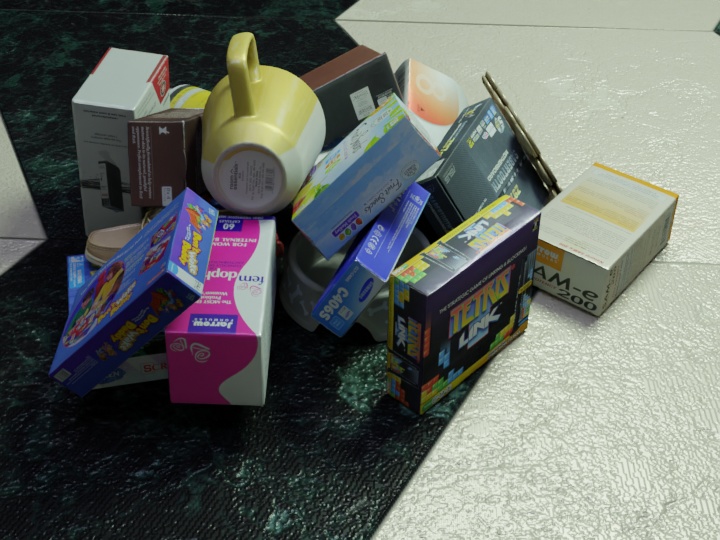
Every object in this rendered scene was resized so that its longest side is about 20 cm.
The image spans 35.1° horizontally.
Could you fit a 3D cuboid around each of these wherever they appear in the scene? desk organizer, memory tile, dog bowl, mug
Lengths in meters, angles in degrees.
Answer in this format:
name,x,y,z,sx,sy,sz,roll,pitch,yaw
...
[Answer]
name,x,y,z,sx,sy,sz,roll,pitch,yaw
desk organizer,-0.055,-0.206,1.437,0.198,0.072,0.077,-29,29,-10
memory tile,0.222,-0.173,1.535,0.017,0.154,0.201,-32,35,9
dog bowl,0.000,0.000,1.372,0.197,0.059,0.201,0,38,0
mug,-0.129,-0.150,1.296,0.149,0.187,0.154,-35,22,19

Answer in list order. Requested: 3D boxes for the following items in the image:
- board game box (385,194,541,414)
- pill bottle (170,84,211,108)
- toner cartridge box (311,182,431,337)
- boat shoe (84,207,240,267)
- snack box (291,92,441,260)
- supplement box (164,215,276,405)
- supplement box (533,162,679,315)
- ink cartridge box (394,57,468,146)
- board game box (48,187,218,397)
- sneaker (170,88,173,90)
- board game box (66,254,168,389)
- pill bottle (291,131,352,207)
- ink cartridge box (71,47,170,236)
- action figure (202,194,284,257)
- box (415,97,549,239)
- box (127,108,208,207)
name,x,y,z,sx,sy,sz,roll,pitch,yaw
board game box,0.113,0.035,1.239,0.056,0.167,0.199,30,47,31
pill bottle,-0.178,-0.174,1.548,0.198,0.113,0.112,21,42,25
toner cartridge box,0.014,-0.020,1.254,0.043,0.095,0.201,35,36,-4
boat shoe,-0.228,-0.045,1.346,0.197,0.070,0.074,-3,36,-5
snack box,0.003,-0.112,1.291,0.168,0.068,0.200,-41,14,10
supplement box,-0.145,0.039,1.218,0.100,0.104,0.201,2,40,-1
supplement box,0.295,-0.043,1.420,0.125,0.074,0.199,26,44,29
ink cartridge box,0.131,-0.169,1.491,0.198,0.050,0.164,19,54,-23
board game box,-0.233,0.023,1.174,0.045,0.199,0.135,37,33,-26
sneaker,-0.324,-0.209,1.636,0.070,0.074,0.200,9,28,26
board game box,-0.237,0.045,1.321,0.196,0.042,0.201,-8,39,-11
pill bottle,0.008,-0.133,1.499,0.198,0.113,0.112,-22,43,-28
ink cartridge box,-0.299,-0.157,1.454,0.082,0.202,0.145,9,38,4
action figure,-0.166,-0.066,1.466,0.065,0.052,0.199,-26,47,-38
box,0.152,-0.099,1.420,0.051,0.159,0.200,-17,24,40
box,-0.222,-0.141,1.391,0.074,0.102,0.200,1,12,4
